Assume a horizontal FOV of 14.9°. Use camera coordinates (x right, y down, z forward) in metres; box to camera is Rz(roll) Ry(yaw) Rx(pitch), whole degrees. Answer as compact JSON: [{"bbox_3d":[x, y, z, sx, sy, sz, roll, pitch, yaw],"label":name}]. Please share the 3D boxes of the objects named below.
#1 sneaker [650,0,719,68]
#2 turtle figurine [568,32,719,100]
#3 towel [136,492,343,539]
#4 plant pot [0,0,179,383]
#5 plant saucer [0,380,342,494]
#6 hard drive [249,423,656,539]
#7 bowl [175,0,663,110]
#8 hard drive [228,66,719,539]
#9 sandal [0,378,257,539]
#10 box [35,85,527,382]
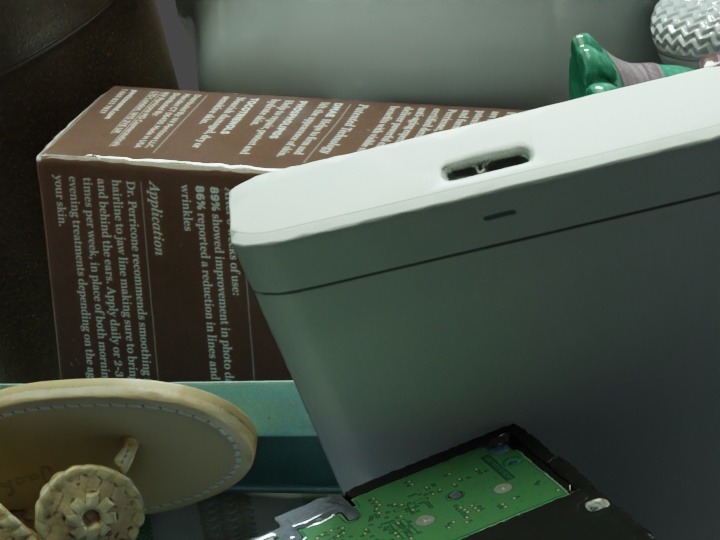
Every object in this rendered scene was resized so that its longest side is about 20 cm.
[{"bbox_3d":[0.196,-0.084,0.974,0.199,0.115,0.075,-31,29,-21],"label":"sneaker"},{"bbox_3d":[0.169,-0.045,0.812,0.199,0.101,0.150,-17,56,-4],"label":"turtle figurine"},{"bbox_3d":[-0.077,0.087,0.913,0.199,0.031,0.149,-19,27,-2],"label":"towel"},{"bbox_3d":[-0.148,-0.049,1.027,0.199,0.199,0.201,-15,26,8],"label":"plant pot"},{"bbox_3d":[-0.057,0.055,0.880,0.199,0.070,0.019,-2,67,26],"label":"plant saucer"},{"bbox_3d":[0.020,0.107,0.624,0.139,0.038,0.200,-21,25,-16],"label":"hard drive"},{"bbox_3d":[0.027,-0.052,0.998,0.200,0.201,0.091,-4,71,26],"label":"bowl"},{"bbox_3d":[0.056,0.037,0.739,0.131,0.200,0.027,-13,47,8],"label":"hard drive"},{"bbox_3d":[-0.124,0.086,0.866,0.211,0.078,0.070,-7,56,33],"label":"sandal"},{"bbox_3d":[0.000,0.000,0.908,0.199,0.101,0.075,6,26,18],"label":"box"}]
